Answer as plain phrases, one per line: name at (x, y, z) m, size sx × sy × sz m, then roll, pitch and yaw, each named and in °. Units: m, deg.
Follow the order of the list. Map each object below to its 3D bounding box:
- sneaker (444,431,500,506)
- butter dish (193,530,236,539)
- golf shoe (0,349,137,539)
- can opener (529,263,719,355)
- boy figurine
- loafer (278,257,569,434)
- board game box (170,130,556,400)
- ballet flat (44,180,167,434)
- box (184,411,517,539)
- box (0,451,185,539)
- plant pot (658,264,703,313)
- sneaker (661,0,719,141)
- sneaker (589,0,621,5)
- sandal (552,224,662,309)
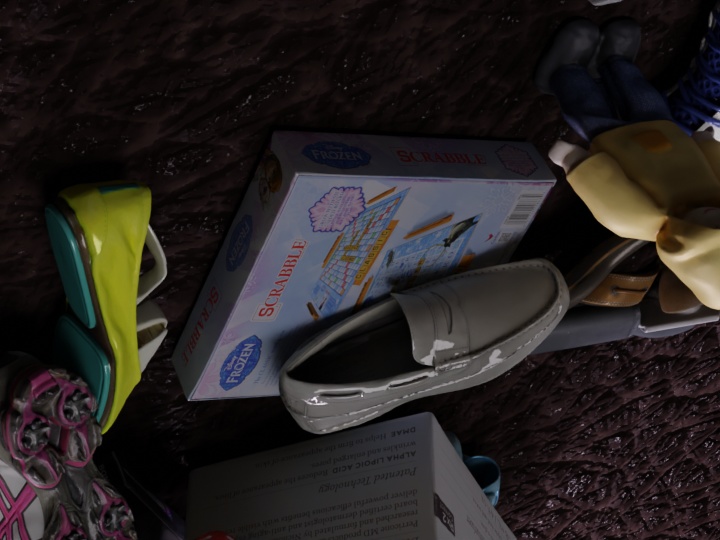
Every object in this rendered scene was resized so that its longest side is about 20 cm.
sneaker at (0.085, 0.193, 1.299) m, size 0.081 × 0.074 × 0.200 m, roll -28°, pitch 144°, yaw 7°
butter dish at (-0.115, 0.305, 1.035) m, size 0.199 × 0.201 × 0.148 m, roll -39°, pitch 180°, yaw -25°
golf shoe at (-0.194, 0.138, 0.997) m, size 0.072 × 0.091 × 0.202 m, roll -29°, pitch 122°, yaw -39°
can opener at (0.178, 0.039, 1.198) m, size 0.198 × 0.054 × 0.067 m, roll -9°, pitch 138°, yaw -24°
boy figurine at (0.170, -0.062, 0.953) m, size 0.123 × 0.201 × 0.065 m, roll -2°, pitch 137°, yaw -27°
loafer at (0.041, 0.044, 1.028) m, size 0.198 × 0.070 × 0.070 m, roll -26°, pitch 153°, yaw -3°
board game box at (0.000, 0.000, 1.043) m, size 0.197 × 0.041 × 0.201 m, roll 0°, pitch 135°, yaw -34°
ballet flat at (-0.146, 0.023, 0.961) m, size 0.067 × 0.067 × 0.201 m, roll -26°, pitch 144°, yaw -27°
box at (-0.001, 0.225, 1.168) m, size 0.198 × 0.132 × 0.199 m, roll -15°, pitch 140°, yaw 17°
box at (-0.227, 0.218, 1.157) m, size 0.198 × 0.036 × 0.143 m, roll -29°, pitch 144°, yaw 1°
plant pot at (0.284, -0.040, 1.114) m, size 0.199 × 0.028 × 0.200 m, roll -37°, pitch -177°, yaw 2°
sneaker at (0.236, -0.113, 1.035) m, size 0.114 × 0.081 × 0.200 m, roll -26°, pitch 145°, yaw -8°
sneaker at (0.152, -0.215, 0.868) m, size 0.114 × 0.075 × 0.201 m, roll -18°, pitch 143°, yaw -10°
sandal at (0.164, 0.008, 1.108) m, size 0.199 × 0.055 × 0.082 m, roll -36°, pitch -172°, yaw -15°
